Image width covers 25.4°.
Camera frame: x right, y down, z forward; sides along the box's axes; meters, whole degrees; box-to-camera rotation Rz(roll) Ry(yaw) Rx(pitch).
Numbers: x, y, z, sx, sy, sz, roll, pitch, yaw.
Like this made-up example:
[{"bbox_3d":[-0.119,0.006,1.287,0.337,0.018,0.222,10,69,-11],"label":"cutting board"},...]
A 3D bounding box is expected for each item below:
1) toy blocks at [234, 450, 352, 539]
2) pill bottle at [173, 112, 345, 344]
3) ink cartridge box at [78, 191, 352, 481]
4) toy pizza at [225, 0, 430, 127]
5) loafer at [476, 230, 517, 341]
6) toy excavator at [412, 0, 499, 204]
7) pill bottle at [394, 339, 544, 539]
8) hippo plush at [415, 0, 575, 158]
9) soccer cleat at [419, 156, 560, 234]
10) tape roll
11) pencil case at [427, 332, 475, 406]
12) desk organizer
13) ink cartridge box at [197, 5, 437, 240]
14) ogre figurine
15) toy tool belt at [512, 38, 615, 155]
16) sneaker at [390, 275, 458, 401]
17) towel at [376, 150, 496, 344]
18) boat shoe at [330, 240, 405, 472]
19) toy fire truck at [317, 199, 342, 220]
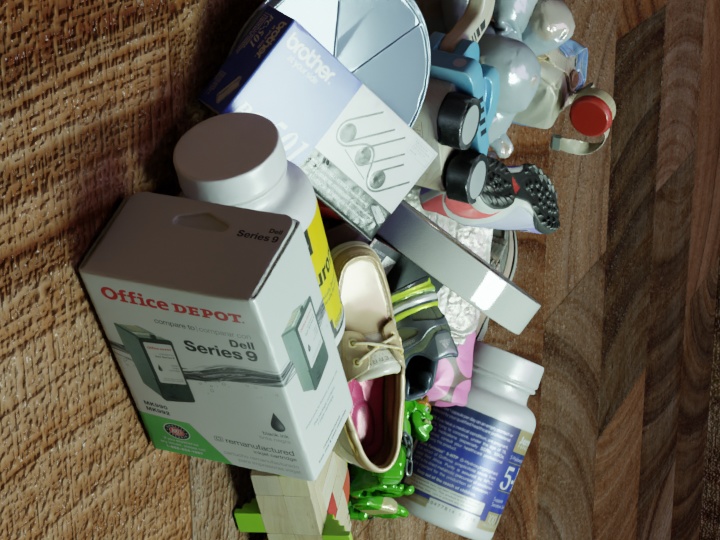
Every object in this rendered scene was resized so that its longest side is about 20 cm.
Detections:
[{"bbox_3d":[-0.046,0.185,1.442,0.137,0.100,0.200,-75,160,-47],"label":"toy blocks"},{"bbox_3d":[-0.082,-0.019,1.237,0.200,0.111,0.111,76,31,-42],"label":"pill bottle"},{"bbox_3d":[-0.102,0.050,1.166,0.200,0.146,0.084,75,33,-43],"label":"ink cartridge box"},{"bbox_3d":[-0.030,-0.155,1.316,0.200,0.032,0.201,-17,124,-27],"label":"toy pizza"},{"bbox_3d":[0.125,0.013,1.818,0.063,0.072,0.200,52,52,-51],"label":"loafer"},{"bbox_3d":[0.086,-0.191,1.450,0.200,0.100,0.195,-57,151,-37],"label":"toy excavator"},{"bbox_3d":[0.123,0.183,1.749,0.201,0.119,0.120,-68,157,-2],"label":"pill bottle"},{"bbox_3d":[0.103,-0.203,1.565,0.200,0.159,0.161,-49,-166,39],"label":"hippo plush"},{"bbox_3d":[0.133,-0.070,1.578,0.200,0.073,0.068,9,69,-58],"label":"soccer cleat"},{"bbox_3d":[0.077,-0.014,1.481,0.037,0.203,0.203,-54,157,5],"label":"tape roll"},{"bbox_3d":[0.075,0.041,1.680,0.090,0.094,0.201,6,93,-23],"label":"pencil case"},{"bbox_3d":[0.000,0.000,1.460,0.072,0.077,0.200,-55,157,3],"label":"desk organizer"},{"bbox_3d":[-0.031,-0.115,1.286,0.094,0.044,0.200,-52,132,0],"label":"ink cartridge box"},{"bbox_3d":[0.018,0.169,1.556,0.200,0.098,0.120,64,29,-66],"label":"ogre figurine"},{"bbox_3d":[0.193,-0.212,1.733,0.123,0.199,0.125,-51,152,-48],"label":"toy tool belt"},{"bbox_3d":[0.019,0.091,1.441,0.074,0.081,0.200,-14,155,-36],"label":"sneaker"},{"bbox_3d":[0.067,-0.027,1.602,0.132,0.034,0.201,5,92,-24],"label":"towel"},{"bbox_3d":[0.009,0.076,1.347,0.074,0.069,0.201,-14,111,-24],"label":"boat shoe"},{"bbox_3d":[-0.021,-0.161,1.419,0.141,0.049,0.201,57,46,-58],"label":"toy fire truck"}]
